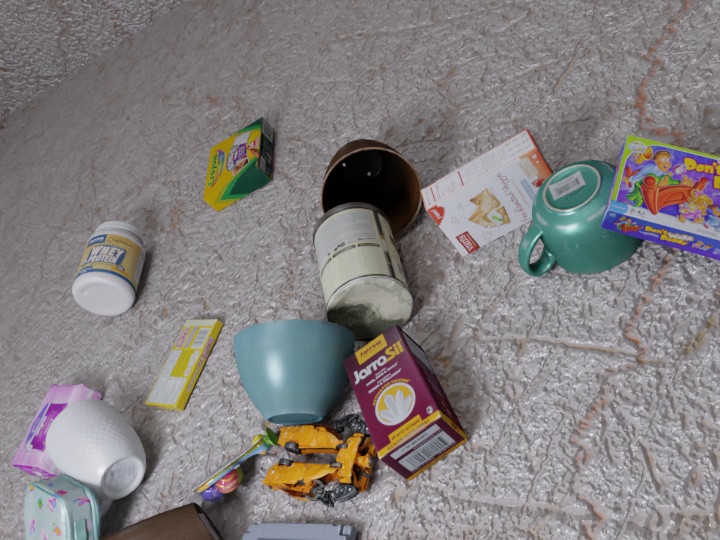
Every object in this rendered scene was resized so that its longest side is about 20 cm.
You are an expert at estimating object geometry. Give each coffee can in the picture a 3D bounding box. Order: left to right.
[{"bbox_3d":[0.000,0.000,1.293,0.146,0.146,0.200,-31,41,16],"label":"coffee can"}]

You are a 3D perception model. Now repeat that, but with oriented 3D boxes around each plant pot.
[{"bbox_3d":[-0.313,0.456,1.145,0.200,0.187,0.187,-36,38,-12],"label":"plant pot"},{"bbox_3d":[-0.106,0.174,1.212,0.200,0.200,0.135,-17,63,29],"label":"plant pot"},{"bbox_3d":[0.009,-0.176,1.439,0.187,0.187,0.200,-35,25,10],"label":"plant pot"}]

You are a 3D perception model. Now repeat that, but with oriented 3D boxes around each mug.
[{"bbox_3d":[-0.493,0.370,1.410,0.175,0.147,0.201,25,102,43],"label":"mug"},{"bbox_3d":[0.325,-0.076,1.107,0.152,0.114,0.185,14,65,46],"label":"mug"}]

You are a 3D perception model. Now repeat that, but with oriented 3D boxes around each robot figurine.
[{"bbox_3d":[-0.056,0.293,1.153,0.200,0.058,0.145,-7,52,37],"label":"robot figurine"}]

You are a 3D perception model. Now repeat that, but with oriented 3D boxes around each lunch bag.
[{"bbox_3d":[-0.519,0.473,1.314,0.160,0.077,0.201,4,97,39],"label":"lunch bag"}]

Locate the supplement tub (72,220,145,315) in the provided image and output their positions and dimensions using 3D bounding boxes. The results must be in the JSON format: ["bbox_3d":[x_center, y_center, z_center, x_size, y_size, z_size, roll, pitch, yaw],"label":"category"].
[{"bbox_3d":[-0.606,-0.007,1.819,0.144,0.145,0.200,-23,44,23],"label":"supplement tub"}]

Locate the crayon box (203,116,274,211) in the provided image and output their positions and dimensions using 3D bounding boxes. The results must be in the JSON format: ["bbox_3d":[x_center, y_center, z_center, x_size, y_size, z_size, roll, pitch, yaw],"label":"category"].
[{"bbox_3d":[-0.299,-0.264,1.852,0.172,0.058,0.200,-25,43,22],"label":"crayon box"}]

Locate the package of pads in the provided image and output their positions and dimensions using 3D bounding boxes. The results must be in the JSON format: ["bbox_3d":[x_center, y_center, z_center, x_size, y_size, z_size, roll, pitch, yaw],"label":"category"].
[{"bbox_3d":[-0.651,0.340,1.606,0.120,0.076,0.200,-8,51,37],"label":"package of pads"}]

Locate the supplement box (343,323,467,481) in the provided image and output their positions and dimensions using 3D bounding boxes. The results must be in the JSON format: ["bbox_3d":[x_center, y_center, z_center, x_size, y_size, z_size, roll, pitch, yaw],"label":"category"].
[{"bbox_3d":[0.062,0.192,1.118,0.110,0.086,0.200,-37,39,9],"label":"supplement box"}]

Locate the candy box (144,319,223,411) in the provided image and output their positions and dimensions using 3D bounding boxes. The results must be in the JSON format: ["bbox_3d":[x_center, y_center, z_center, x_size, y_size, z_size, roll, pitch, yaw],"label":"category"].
[{"bbox_3d":[-0.359,0.190,1.528,0.102,0.026,0.200,-5,53,41],"label":"candy box"}]

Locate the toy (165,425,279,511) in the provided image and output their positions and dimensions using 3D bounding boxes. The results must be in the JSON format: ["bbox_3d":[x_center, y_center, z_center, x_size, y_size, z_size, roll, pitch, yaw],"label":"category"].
[{"bbox_3d":[-0.215,0.337,1.238,0.200,0.115,0.047,-41,84,7],"label":"toy"}]

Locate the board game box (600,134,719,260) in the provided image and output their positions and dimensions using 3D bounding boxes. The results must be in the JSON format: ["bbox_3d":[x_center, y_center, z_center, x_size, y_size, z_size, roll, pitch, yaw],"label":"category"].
[{"bbox_3d":[0.440,-0.095,1.004,0.199,0.045,0.135,17,63,12],"label":"board game box"}]

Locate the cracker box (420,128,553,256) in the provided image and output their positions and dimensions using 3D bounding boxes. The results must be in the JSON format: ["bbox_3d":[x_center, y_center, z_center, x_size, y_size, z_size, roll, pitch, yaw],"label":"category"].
[{"bbox_3d":[0.218,-0.122,1.226,0.200,0.134,0.058,-29,42,18],"label":"cracker box"}]

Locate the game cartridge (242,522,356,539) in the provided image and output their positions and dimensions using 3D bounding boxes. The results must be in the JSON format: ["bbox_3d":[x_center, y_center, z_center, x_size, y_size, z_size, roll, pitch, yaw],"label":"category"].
[{"bbox_3d":[-0.101,0.436,1.085,0.199,0.042,0.134,-11,53,33],"label":"game cartridge"}]
